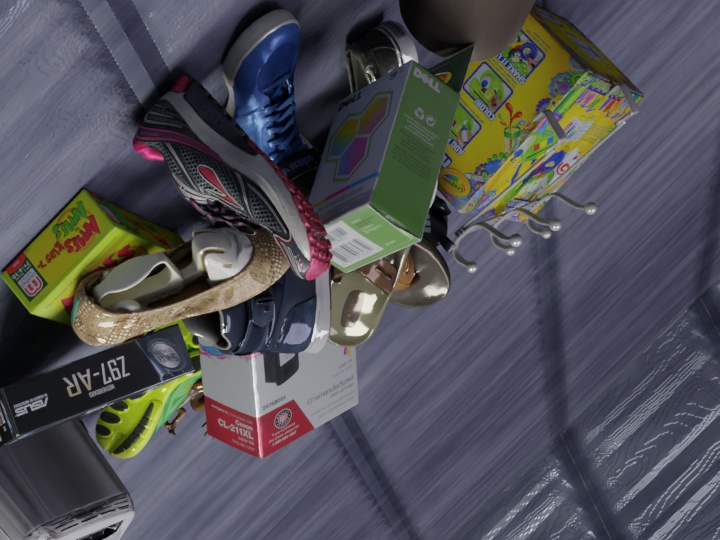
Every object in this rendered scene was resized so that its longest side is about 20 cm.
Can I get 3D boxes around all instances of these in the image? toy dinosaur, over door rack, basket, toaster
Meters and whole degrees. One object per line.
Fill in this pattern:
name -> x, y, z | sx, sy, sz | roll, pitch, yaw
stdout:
toy dinosaur -> -0.164, 0.113, 1.800 | 0.199, 0.106, 0.061 | -34, 136, -11
over door rack -> 0.191, -0.084, 1.706 | 0.147, 0.067, 0.201 | -23, 154, -46
basket -> 0.101, -0.273, 1.406 | 0.180, 0.136, 0.200 | -47, 168, -27
toaster -> -0.309, 0.224, 1.648 | 0.199, 0.129, 0.114 | -15, 148, -53

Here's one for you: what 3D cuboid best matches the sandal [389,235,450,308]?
sandal -> 0.019, -0.018, 1.624 | 0.081, 0.055, 0.200 | -24, 135, 15

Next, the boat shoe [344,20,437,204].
boat shoe -> 0.021, -0.131, 1.575 | 0.063, 0.071, 0.201 | -31, 129, -25

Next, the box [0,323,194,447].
box -> -0.241, 0.102, 1.494 | 0.159, 0.044, 0.200 | -20, 178, -19

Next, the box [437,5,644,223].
box -> 0.165, -0.162, 1.774 | 0.193, 0.122, 0.200 | -48, 161, 16

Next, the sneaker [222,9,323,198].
sneaker -> -0.066, -0.118, 1.428 | 0.076, 0.111, 0.201 | -27, 156, -36

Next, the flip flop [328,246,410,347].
flip flop -> 0.000, 0.000, 1.575 | 0.058, 0.080, 0.201 | -81, -174, -53

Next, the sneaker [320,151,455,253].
sneaker -> 0.040, -0.069, 1.694 | 0.078, 0.140, 0.200 | -46, 161, 13

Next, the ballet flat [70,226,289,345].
ballet flat -> -0.146, 0.004, 1.414 | 0.199, 0.071, 0.066 | -25, 148, -16

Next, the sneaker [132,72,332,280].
sneaker -> -0.097, -0.063, 1.346 | 0.075, 0.200, 0.081 | -44, 158, 0

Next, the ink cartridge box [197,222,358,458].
ink cartridge box -> -0.082, 0.058, 1.673 | 0.145, 0.082, 0.202 | -26, 124, -39

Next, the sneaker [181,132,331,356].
sneaker -> -0.098, -0.023, 1.524 | 0.145, 0.205, 0.077 | -3, 179, -39

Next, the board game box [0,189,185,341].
board game box -> -0.217, 0.002, 1.481 | 0.102, 0.048, 0.200 | -44, 161, 6

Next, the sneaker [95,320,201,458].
sneaker -> -0.195, 0.098, 1.724 | 0.200, 0.074, 0.084 | -47, -174, 4

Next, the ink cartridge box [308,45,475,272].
ink cartridge box -> 0.021, -0.107, 1.412 | 0.103, 0.059, 0.202 | -24, -138, 50
